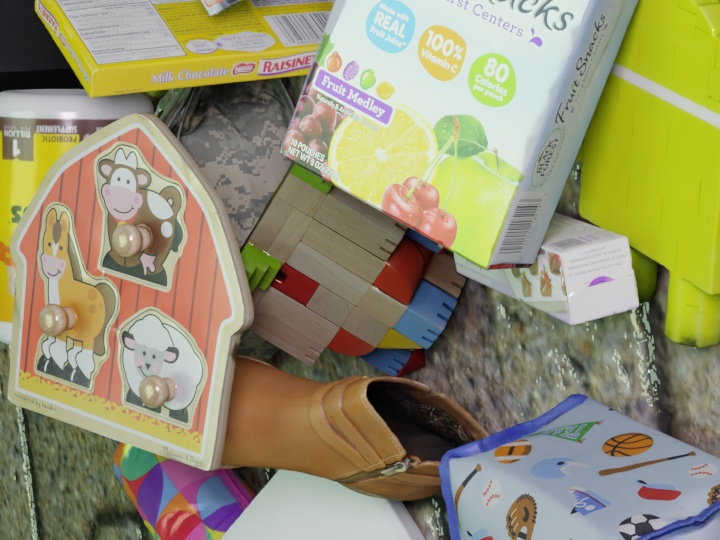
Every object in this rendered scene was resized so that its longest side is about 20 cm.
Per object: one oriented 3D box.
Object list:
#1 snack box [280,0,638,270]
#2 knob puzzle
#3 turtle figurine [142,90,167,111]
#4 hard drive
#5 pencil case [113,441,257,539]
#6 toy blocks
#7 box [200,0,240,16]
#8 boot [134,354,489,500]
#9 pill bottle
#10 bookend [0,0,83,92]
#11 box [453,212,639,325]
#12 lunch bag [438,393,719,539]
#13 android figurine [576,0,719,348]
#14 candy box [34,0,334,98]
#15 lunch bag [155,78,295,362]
[{"bbox_3d":[0.056,-0.120,1.184,0.142,0.053,0.201,30,107,28],"label":"snack box"},{"bbox_3d":[-0.147,0.004,1.417,0.219,0.030,0.221,4,97,39],"label":"knob puzzle"},{"bbox_3d":[-0.117,-0.187,1.635,0.161,0.064,0.201,131,152,-52],"label":"turtle figurine"},{"bbox_3d":[-0.010,0.207,1.523,0.132,0.026,0.200,-50,47,19],"label":"hard drive"},{"bbox_3d":[-0.110,0.178,1.698,0.200,0.088,0.089,51,138,44],"label":"pencil case"},{"bbox_3d":[0.000,0.000,1.417,0.100,0.136,0.200,-62,4,-39],"label":"toy blocks"},{"bbox_3d":[-0.101,-0.272,1.450,0.040,0.137,0.200,-22,105,35],"label":"box"},{"bbox_3d":[-0.028,0.091,1.416,0.077,0.200,0.155,-68,15,-17],"label":"boot"},{"bbox_3d":[-0.189,-0.016,1.535,0.109,0.109,0.201,13,104,60],"label":"pill bottle"},{"bbox_3d":[-0.248,-0.232,1.746,0.092,0.199,0.199,-21,78,61],"label":"bookend"},{"bbox_3d":[0.095,-0.008,1.269,0.200,0.041,0.039,-154,52,-73],"label":"box"},{"bbox_3d":[0.132,0.191,1.216,0.170,0.124,0.201,28,134,57],"label":"lunch bag"},{"bbox_3d":[0.161,-0.069,1.186,0.182,0.041,0.201,35,128,56],"label":"android figurine"},{"bbox_3d":[-0.093,-0.153,1.473,0.102,0.199,0.026,53,141,44],"label":"candy box"},{"bbox_3d":[-0.110,-0.038,1.621,0.164,0.117,0.201,-45,50,53],"label":"lunch bag"}]
